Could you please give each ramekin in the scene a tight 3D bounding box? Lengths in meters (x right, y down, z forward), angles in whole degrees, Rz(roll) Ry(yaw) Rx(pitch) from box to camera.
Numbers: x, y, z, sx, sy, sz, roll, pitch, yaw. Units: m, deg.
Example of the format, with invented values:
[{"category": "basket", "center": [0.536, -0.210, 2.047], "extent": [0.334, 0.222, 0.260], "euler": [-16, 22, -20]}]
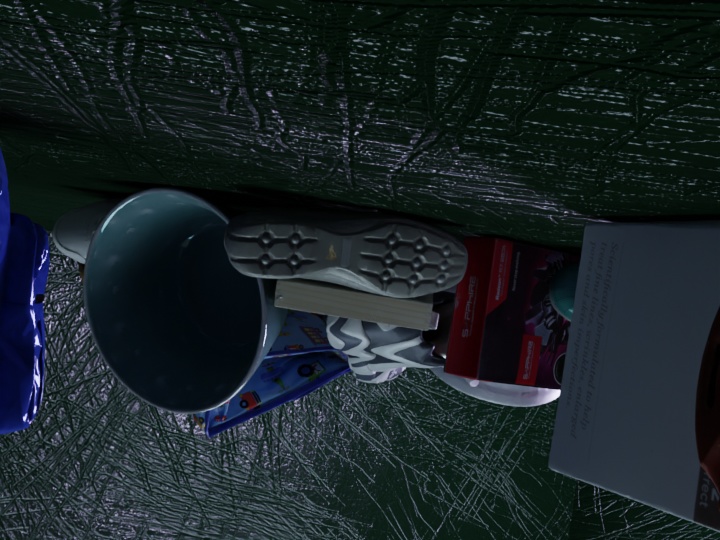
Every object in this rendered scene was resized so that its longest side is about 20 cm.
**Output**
[{"category": "ramekin", "center": [0.184, 0.080, 1.263], "extent": [0.199, 0.098, 0.201], "euler": [10, -154, -5]}]

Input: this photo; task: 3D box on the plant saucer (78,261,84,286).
[{"category": "plant saucer", "center": [-0.209, -0.007, 1.075], "extent": [0.198, 0.033, 0.201], "euler": [-1, -154, 1]}]

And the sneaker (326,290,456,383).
[{"category": "sneaker", "center": [0.055, 0.068, 0.949], "extent": [0.129, 0.080, 0.199], "euler": [5, 156, 19]}]

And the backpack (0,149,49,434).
[{"category": "backpack", "center": [-0.269, 0.001, 0.547], "extent": [0.162, 0.202, 0.167], "euler": [4, -175, 38]}]

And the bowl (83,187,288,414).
[{"category": "bowl", "center": [-0.143, 0.020, 0.889], "extent": [0.199, 0.203, 0.105], "euler": [7, -167, 27]}]

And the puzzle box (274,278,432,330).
[{"category": "puzzle box", "center": [0.000, 0.000, 0.885], "extent": [0.132, 0.026, 0.200], "euler": [8, -163, 1]}]

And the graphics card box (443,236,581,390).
[{"category": "graphics card box", "center": [0.176, 0.046, 0.890], "extent": [0.199, 0.127, 0.051], "euler": [11, 176, -32]}]

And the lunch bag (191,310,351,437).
[{"category": "lunch bag", "center": [-0.110, 0.076, 1.053], "extent": [0.199, 0.095, 0.150], "euler": [-15, -147, -29]}]

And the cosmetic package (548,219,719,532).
[{"category": "cosmetic package", "center": [0.251, 0.066, 0.591], "extent": [0.199, 0.166, 0.165], "euler": [11, 177, -27]}]

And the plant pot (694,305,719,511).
[{"category": "plant pot", "center": [0.265, 0.064, 0.404], "extent": [0.194, 0.202, 0.201], "euler": [17, 176, -11]}]

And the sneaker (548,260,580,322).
[{"category": "sneaker", "center": [0.263, 0.022, 0.822], "extent": [0.198, 0.072, 0.080], "euler": [9, 165, 4]}]

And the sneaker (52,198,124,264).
[{"category": "sneaker", "center": [-0.226, -0.045, 0.989], "extent": [0.198, 0.079, 0.099], "euler": [-1, 170, 6]}]

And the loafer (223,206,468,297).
[{"category": "loafer", "center": [-0.011, -0.021, 0.787], "extent": [0.198, 0.070, 0.070], "euler": [8, -164, -14]}]

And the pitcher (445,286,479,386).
[{"category": "pitcher", "center": [0.073, 0.049, 1.087], "extent": [0.199, 0.122, 0.172], "euler": [30, 170, 1]}]
